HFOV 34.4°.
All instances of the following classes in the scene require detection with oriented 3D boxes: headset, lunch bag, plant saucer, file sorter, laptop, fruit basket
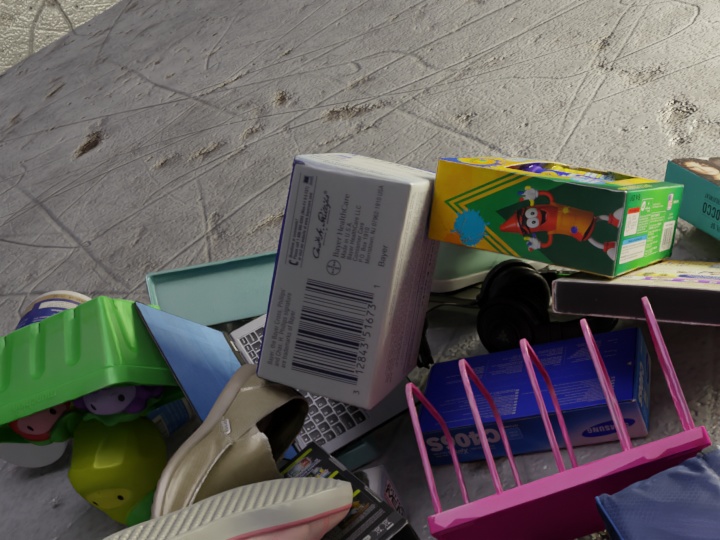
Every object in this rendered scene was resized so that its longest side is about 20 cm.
[{"bbox_3d":[0.146,0.050,1.107,0.197,0.095,0.124,-2,23,10],"label":"headset"},{"bbox_3d":[0.246,0.202,0.707,0.131,0.137,0.201,-26,31,2],"label":"lunch bag"},{"bbox_3d":[-0.120,0.020,1.214,0.197,0.019,0.071,-11,65,-13],"label":"plant saucer"},{"bbox_3d":[0.147,0.121,0.865,0.198,0.139,0.127,-20,62,11],"label":"file sorter"},{"bbox_3d":[-0.076,0.077,1.087,0.198,0.117,0.188,-28,50,-13],"label":"laptop"},{"bbox_3d":[-0.253,0.148,1.099,0.213,0.155,0.219,-4,80,27],"label":"fruit basket"},{"bbox_3d":[-0.034,0.135,1.156,0.069,0.019,0.201,-26,29,2],"label":"plant saucer"}]

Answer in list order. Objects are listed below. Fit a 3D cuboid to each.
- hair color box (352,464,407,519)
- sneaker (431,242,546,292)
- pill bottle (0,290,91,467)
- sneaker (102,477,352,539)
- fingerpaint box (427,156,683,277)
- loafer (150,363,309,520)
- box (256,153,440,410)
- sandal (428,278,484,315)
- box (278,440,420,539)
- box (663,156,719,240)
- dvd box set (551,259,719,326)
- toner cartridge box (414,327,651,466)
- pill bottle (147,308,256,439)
[{"bbox_3d":[-0.023,0.255,0.916,0.098,0.061,0.201,-18,31,18],"label":"hair color box"},{"bbox_3d":[0.142,-0.059,1.177,0.198,0.120,0.074,-19,36,-29],"label":"sneaker"},{"bbox_3d":[-0.358,0.123,1.333,0.114,0.117,0.201,-18,30,14],"label":"pill bottle"},{"bbox_3d":[-0.087,0.216,0.822,0.198,0.106,0.075,-13,6,-35],"label":"sneaker"},{"bbox_3d":[0.175,-0.054,1.017,0.165,0.074,0.199,13,11,27],"label":"fingerpaint box"},{"bbox_3d":[-0.099,0.154,0.911,0.067,0.076,0.201,4,46,24],"label":"loafer"},{"bbox_3d":[0.000,0.000,1.003,0.104,0.187,0.200,13,8,13],"label":"box"},{"bbox_3d":[0.062,0.022,1.224,0.199,0.058,0.080,17,43,31],"label":"sandal"},{"bbox_3d":[-0.066,0.235,0.878,0.199,0.045,0.160,-39,29,-15],"label":"box"},{"bbox_3d":[0.366,-0.051,1.063,0.081,0.050,0.200,-4,24,-21],"label":"box"},{"bbox_3d":[0.258,0.015,0.974,0.144,0.030,0.199,4,7,26],"label":"dvd box set"},{"bbox_3d":[0.151,0.111,1.018,0.198,0.043,0.096,-12,34,25],"label":"toner cartridge box"},{"bbox_3d":[-0.192,0.095,1.249,0.199,0.113,0.112,-39,32,-21],"label":"pill bottle"}]
